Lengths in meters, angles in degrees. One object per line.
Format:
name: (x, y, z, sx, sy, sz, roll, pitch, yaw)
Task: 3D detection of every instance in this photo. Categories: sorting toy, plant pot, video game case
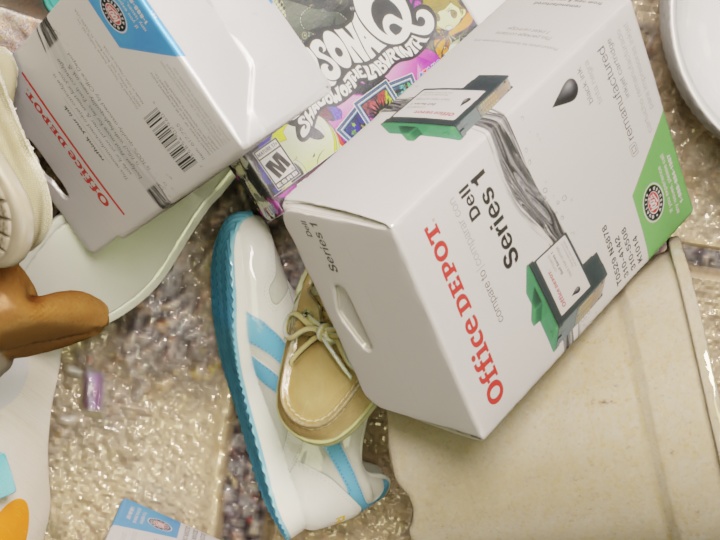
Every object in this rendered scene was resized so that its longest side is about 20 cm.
sorting toy: (-0.270, 0.085, 0.892, 0.199, 0.107, 0.181, 21, 75, -4)
plant pot: (0.116, 0.097, 0.861, 0.182, 0.200, 0.202, -12, 96, 10)
video game case: (-0.026, -0.158, 0.859, 0.200, 0.036, 0.182, -37, 96, -20)

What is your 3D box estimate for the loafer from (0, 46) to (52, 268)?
loafer: (-0.205, -0.084, 0.766, 0.200, 0.068, 0.076, 53, 131, 26)

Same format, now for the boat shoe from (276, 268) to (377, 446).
boat shoe: (0.002, 0.000, 0.824, 0.073, 0.063, 0.201, 28, 89, 24)

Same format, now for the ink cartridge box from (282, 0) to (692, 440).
ink cartridge box: (0.073, -0.032, 0.777, 0.200, 0.084, 0.147, -44, 127, -27)

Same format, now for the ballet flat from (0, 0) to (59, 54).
ballet flat: (-0.197, -0.143, 0.874, 0.199, 0.068, 0.067, 12, 125, -16)

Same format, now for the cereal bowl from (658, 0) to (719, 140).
cereal bowl: (0.272, -0.156, 0.882, 0.199, 0.083, 0.201, 0, 96, -2)

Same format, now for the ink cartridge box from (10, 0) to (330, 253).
ink cartridge box: (-0.116, -0.094, 0.784, 0.068, 0.200, 0.116, -39, 98, -34)

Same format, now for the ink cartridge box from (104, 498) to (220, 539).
ink cartridge box: (-0.081, 0.245, 0.886, 0.199, 0.129, 0.126, 24, 94, -5)

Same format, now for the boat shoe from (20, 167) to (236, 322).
boat shoe: (-0.136, -0.039, 0.892, 0.200, 0.062, 0.073, -46, 112, 4)

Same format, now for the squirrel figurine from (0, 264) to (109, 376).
squirrel figurine: (-0.267, -0.020, 0.787, 0.141, 0.200, 0.187, -36, 68, 23)

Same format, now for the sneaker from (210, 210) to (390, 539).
sneaker: (-0.040, 0.058, 0.902, 0.080, 0.076, 0.201, -16, 101, -12)
